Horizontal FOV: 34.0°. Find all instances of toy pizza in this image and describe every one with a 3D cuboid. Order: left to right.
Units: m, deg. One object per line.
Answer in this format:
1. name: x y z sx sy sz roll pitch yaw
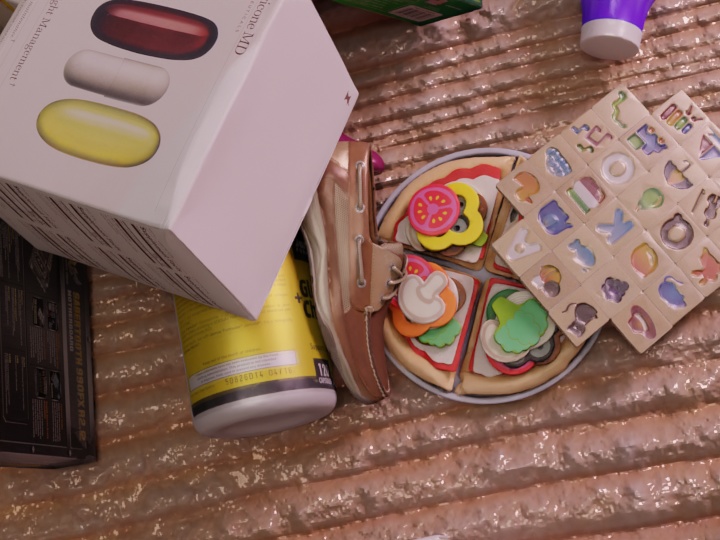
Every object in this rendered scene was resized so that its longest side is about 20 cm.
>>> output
1. toy pizza: 0.095 0.000 0.906 0.197 0.032 0.204 -2 77 10

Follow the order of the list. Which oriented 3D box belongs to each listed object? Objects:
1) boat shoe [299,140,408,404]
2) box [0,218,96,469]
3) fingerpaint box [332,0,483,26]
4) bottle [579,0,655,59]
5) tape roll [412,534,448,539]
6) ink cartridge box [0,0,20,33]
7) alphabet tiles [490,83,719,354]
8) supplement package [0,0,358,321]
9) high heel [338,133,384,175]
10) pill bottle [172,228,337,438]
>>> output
1. boat shoe: 0.000 0.000 0.878 0.071 0.076 0.203 -12 98 7
2. box: -0.267 0.045 0.901 0.048 0.158 0.203 -10 76 17
3. fingerpaint box: 0.007 -0.290 0.886 0.073 0.198 0.170 -7 83 41
4. bottle: 0.208 -0.269 0.925 0.082 0.065 0.203 8 79 14
5. tape roll: 0.054 0.293 0.830 0.199 0.071 0.206 -3 77 11
6. ink cartridge box: -0.243 -0.220 0.960 0.198 0.116 0.068 24 82 27
7. alphabet tiles: 0.203 -0.042 0.887 0.199 0.006 0.167 -38 77 -10
8. supplement package: -0.140 -0.102 0.811 0.197 0.147 0.193 16 72 24
9. high heel: -0.063 -0.136 0.946 0.197 0.067 0.098 17 92 18
10. pill bottle: -0.088 0.019 0.896 0.110 0.112 0.203 -14 76 8
